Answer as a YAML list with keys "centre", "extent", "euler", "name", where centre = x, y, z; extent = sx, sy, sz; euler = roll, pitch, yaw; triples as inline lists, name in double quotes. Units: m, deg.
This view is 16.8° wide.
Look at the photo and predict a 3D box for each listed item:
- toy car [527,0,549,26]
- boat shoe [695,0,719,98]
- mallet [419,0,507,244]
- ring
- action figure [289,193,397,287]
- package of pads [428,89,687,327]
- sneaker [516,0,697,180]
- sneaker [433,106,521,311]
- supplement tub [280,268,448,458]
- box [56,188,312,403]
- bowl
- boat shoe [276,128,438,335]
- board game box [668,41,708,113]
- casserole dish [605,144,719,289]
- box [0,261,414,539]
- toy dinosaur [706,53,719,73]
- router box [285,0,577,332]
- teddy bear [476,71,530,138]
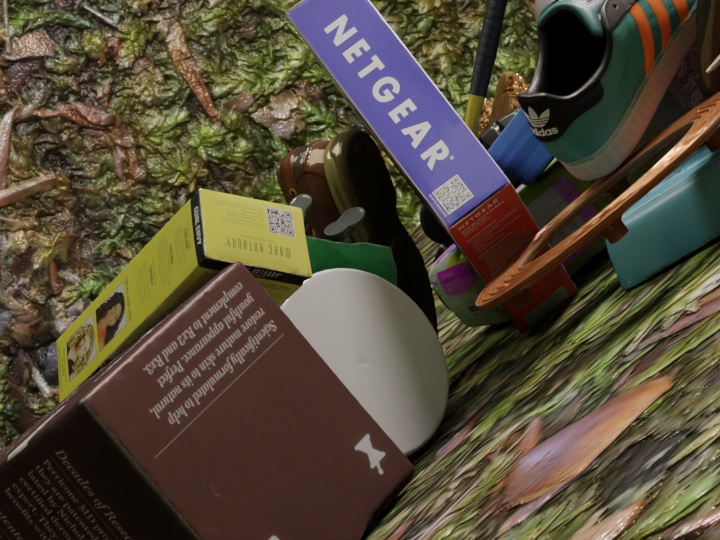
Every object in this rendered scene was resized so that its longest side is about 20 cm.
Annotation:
- centre: [0.197, -0.191, 2.058]
  extent: [0.177, 0.200, 0.184]
  euler: [-38, 3, 40]
  name: "toy car"
- centre: [0.250, -0.195, 1.456]
  extent: [0.076, 0.074, 0.201]
  euler: [-26, -52, -69]
  name: "boat shoe"
- centre: [0.081, -0.116, 1.714]
  extent: [0.066, 0.041, 0.201]
  euler: [-7, -70, -83]
  name: "mallet"
- centre: [0.147, -0.038, 1.412]
  extent: [0.200, 0.019, 0.200]
  euler: [-40, 4, 3]
  name: "ring"
- centre: [-0.009, 0.041, 1.618]
  extent: [0.118, 0.200, 0.055]
  euler: [17, 48, 31]
  name: "action figure"
- centre: [0.149, -0.045, 1.746]
  extent: [0.200, 0.068, 0.155]
  euler: [-41, 3, -10]
  name: "package of pads"
- centre: [0.159, -0.158, 1.496]
  extent: [0.071, 0.080, 0.200]
  euler: [3, 60, 45]
  name: "sneaker"
- centre: [0.120, -0.056, 1.903]
  extent: [0.079, 0.075, 0.200]
  euler: [-21, -33, -48]
  name: "sneaker"
- centre: [-0.048, 0.093, 1.553]
  extent: [0.132, 0.132, 0.200]
  euler: [-42, 3, -37]
  name: "supplement tub"
- centre: [-0.111, 0.024, 1.483]
  extent: [0.075, 0.050, 0.200]
  euler: [10, -34, -29]
  name: "box"
- centre: [0.159, -0.140, 1.652]
  extent: [0.201, 0.039, 0.201]
  euler: [-50, -1, -2]
  name: "bowl"
- centre: [0.000, 0.000, 1.676]
  extent: [0.067, 0.200, 0.072]
  euler: [-10, 22, 27]
  name: "boat shoe"
- centre: [0.288, -0.171, 1.598]
  extent: [0.159, 0.097, 0.200]
  euler: [-39, 3, 22]
  name: "board game box"
- centre: [0.211, -0.055, 1.414]
  extent: [0.121, 0.039, 0.200]
  euler: [-41, 2, -32]
  name: "casserole dish"
- centre: [-0.114, 0.135, 1.398]
  extent: [0.200, 0.164, 0.166]
  euler: [-37, 4, 42]
  name: "box"
- centre: [0.277, -0.152, 1.405]
  extent: [0.200, 0.058, 0.101]
  euler: [-20, -21, -6]
  name: "toy dinosaur"
- centre: [0.047, -0.075, 1.572]
  extent: [0.049, 0.200, 0.180]
  euler: [-37, -29, 2]
  name: "router box"
- centre: [0.122, -0.074, 2.019]
  extent: [0.145, 0.067, 0.200]
  euler: [-109, 31, -55]
  name: "teddy bear"
